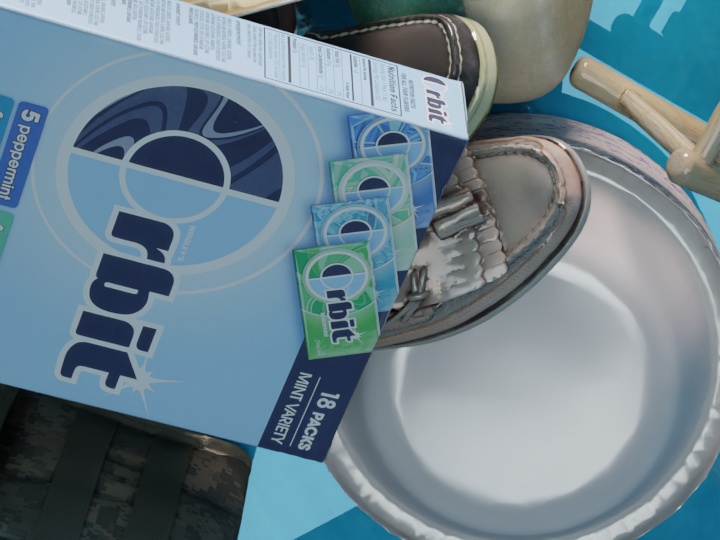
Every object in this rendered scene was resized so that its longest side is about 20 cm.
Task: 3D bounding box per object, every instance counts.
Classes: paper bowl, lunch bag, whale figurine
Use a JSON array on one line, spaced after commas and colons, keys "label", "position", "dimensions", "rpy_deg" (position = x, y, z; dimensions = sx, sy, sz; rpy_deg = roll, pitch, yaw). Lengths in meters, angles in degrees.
[{"label": "paper bowl", "position": [0.070, 0.037, 1.172], "dimensions": [0.199, 0.104, 0.202], "rpy_deg": [0, 105, 1]}, {"label": "lunch bag", "position": [-0.159, 0.121, 1.168], "dimensions": [0.199, 0.164, 0.118], "rpy_deg": [19, 109, -4]}, {"label": "whale figurine", "position": [0.038, -0.168, 1.100], "dimensions": [0.103, 0.159, 0.201], "rpy_deg": [0, 121, 17]}]

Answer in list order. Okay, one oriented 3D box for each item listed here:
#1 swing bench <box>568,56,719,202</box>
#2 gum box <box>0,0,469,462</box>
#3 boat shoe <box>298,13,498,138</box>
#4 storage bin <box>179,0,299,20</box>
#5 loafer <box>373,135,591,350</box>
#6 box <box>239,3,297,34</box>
[{"label": "swing bench", "position": [0.231, -0.105, 1.093], "dimensions": [0.199, 0.130, 0.200], "rpy_deg": [23, 104, -24]}, {"label": "gum box", "position": [-0.080, -0.022, 1.016], "dimensions": [0.199, 0.045, 0.171], "rpy_deg": [15, 125, -12]}, {"label": "boat shoe", "position": [-0.040, -0.056, 1.066], "dimensions": [0.200, 0.066, 0.072], "rpy_deg": [-18, 66, 31]}, {"label": "storage bin", "position": [-0.107, -0.191, 1.018], "dimensions": [0.197, 0.094, 0.201], "rpy_deg": [-13, 103, 6]}, {"label": "loafer", "position": [0.000, 0.000, 1.091], "dimensions": [0.199, 0.063, 0.072], "rpy_deg": [-24, 76, 25]}, {"label": "box", "position": [-0.111, -0.180, 1.122], "dimensions": [0.147, 0.104, 0.202], "rpy_deg": [-6, 104, 3]}]
